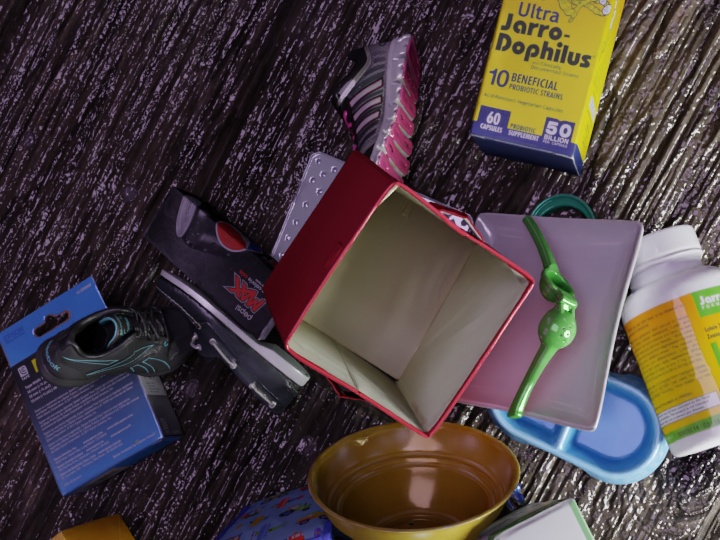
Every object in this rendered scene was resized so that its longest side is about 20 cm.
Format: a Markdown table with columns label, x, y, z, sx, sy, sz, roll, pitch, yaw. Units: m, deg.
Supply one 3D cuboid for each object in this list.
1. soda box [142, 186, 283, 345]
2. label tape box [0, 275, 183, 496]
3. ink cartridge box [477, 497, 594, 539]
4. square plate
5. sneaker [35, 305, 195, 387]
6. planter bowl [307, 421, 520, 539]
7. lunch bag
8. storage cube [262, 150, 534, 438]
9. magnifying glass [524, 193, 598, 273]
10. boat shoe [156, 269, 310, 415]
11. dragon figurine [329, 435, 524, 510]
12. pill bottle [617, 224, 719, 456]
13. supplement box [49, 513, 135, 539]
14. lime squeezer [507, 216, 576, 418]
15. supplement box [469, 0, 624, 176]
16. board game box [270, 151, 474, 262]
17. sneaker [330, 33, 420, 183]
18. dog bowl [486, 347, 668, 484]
| label | x | y | z | sx | sy | sz | roll | pitch | yaw |
| --- | --- | --- | --- | --- | --- | --- | --- | --- | --- |
| soda box | -0.143 | -0.006 | 1.168 | 0.199 | 0.063 | 0.071 | 39 | 99 | 25 |
| label tape box | -0.307 | 0.130 | 1.223 | 0.143 | 0.063 | 0.202 | -29 | 78 | 11 |
| ink cartridge box | 0.175 | 0.297 | 1.000 | 0.086 | 0.200 | 0.147 | -25 | 78 | -9 |
| square plate | 0.173 | 0.045 | 1.057 | 0.196 | 0.028 | 0.203 | 6 | 75 | 44 |
| sneaker | -0.243 | 0.075 | 1.149 | 0.079 | 0.198 | 0.076 | -43 | 69 | 47 |
| planter bowl | 0.051 | 0.224 | 1.008 | 0.197 | 0.201 | 0.085 | 1 | 109 | 15 |
| lunch bag | -0.074 | 0.273 | 1.076 | 0.148 | 0.200 | 0.096 | -18 | 81 | 13 |
| storage cube | 0.026 | 0.016 | 1.022 | 0.170 | 0.180 | 0.201 | 33 | 97 | -18 |
| magnifying glass | 0.210 | 0.017 | 1.080 | 0.078 | 0.022 | 0.204 | -15 | 66 | 26 |
| boat shoe | -0.148 | 0.077 | 1.158 | 0.199 | 0.076 | 0.061 | 38 | 91 | 0 |
| dragon figurine | 0.071 | 0.205 | 1.110 | 0.198 | 0.059 | 0.100 | 31 | 83 | 14 |
| pill bottle | 0.315 | 0.065 | 1.027 | 0.109 | 0.111 | 0.203 | -21 | 74 | 13 |
| supplement box | -0.314 | 0.413 | 1.167 | 0.199 | 0.133 | 0.199 | -38 | 78 | 10 |
| lime squeezer | 0.176 | 0.035 | 1.012 | 0.037 | 0.071 | 0.204 | 13 | 69 | -16 |
| supplement box | 0.192 | -0.213 | 1.087 | 0.107 | 0.109 | 0.204 | 14 | 89 | 16 |
| board game box | 0.000 | 0.000 | 1.168 | 0.197 | 0.026 | 0.203 | 23 | 93 | 16 |
| sneaker | 0.008 | -0.158 | 1.147 | 0.086 | 0.074 | 0.204 | 3 | 72 | 23 |
| dog bowl | 0.216 | 0.141 | 1.084 | 0.197 | 0.050 | 0.113 | 24 | 92 | 15 |
